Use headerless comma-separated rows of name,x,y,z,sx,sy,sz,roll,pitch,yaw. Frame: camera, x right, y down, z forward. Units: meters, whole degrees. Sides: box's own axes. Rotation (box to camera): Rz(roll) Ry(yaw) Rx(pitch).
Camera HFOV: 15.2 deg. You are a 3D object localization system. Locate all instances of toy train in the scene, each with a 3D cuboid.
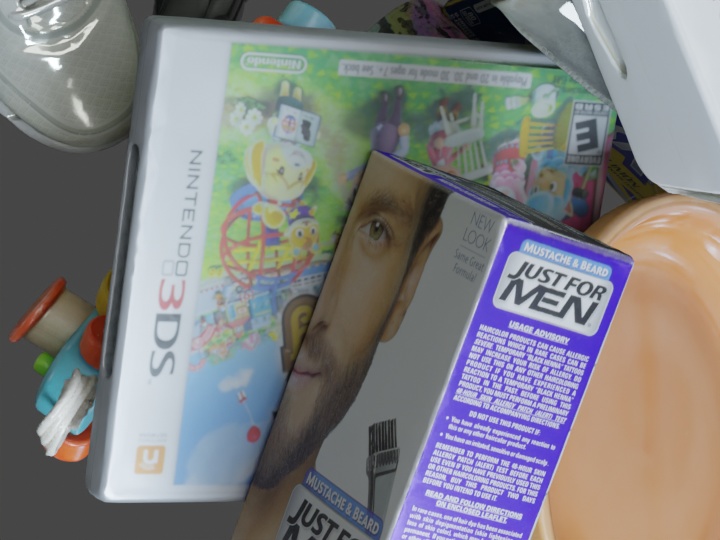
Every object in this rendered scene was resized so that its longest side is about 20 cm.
toy train,-0.085,-0.020,1.077,0.056,0.150,0.200,33,81,5

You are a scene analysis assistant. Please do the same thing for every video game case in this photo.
video game case,0.000,0.000,1.036,0.199,0.022,0.183,2,104,-27

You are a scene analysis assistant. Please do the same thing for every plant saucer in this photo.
plant saucer,0.117,0.070,1.068,0.200,0.037,0.201,4,85,-49

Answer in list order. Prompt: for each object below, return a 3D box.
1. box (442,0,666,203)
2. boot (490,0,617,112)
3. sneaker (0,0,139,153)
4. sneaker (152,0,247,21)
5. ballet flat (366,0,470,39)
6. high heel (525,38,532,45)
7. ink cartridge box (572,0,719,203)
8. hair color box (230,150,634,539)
box,0.134,-0.072,1.169,0.200,0.064,0.070,44,68,-15
boot,0.167,-0.103,1.057,0.200,0.073,0.182,43,68,-11
sneaker,-0.137,-0.137,1.046,0.075,0.081,0.201,-27,102,-16
sneaker,-0.068,-0.181,1.122,0.079,0.075,0.201,12,81,-3
ballet flat,-0.002,-0.024,1.136,0.069,0.071,0.200,33,82,-14
high heel,0.155,-0.146,1.102,0.199,0.067,0.097,-12,115,-25
ink cartridge box,0.178,-0.130,0.974,0.199,0.084,0.147,-28,104,-12
hair color box,0.017,0.067,0.989,0.065,0.109,0.201,18,96,-30
